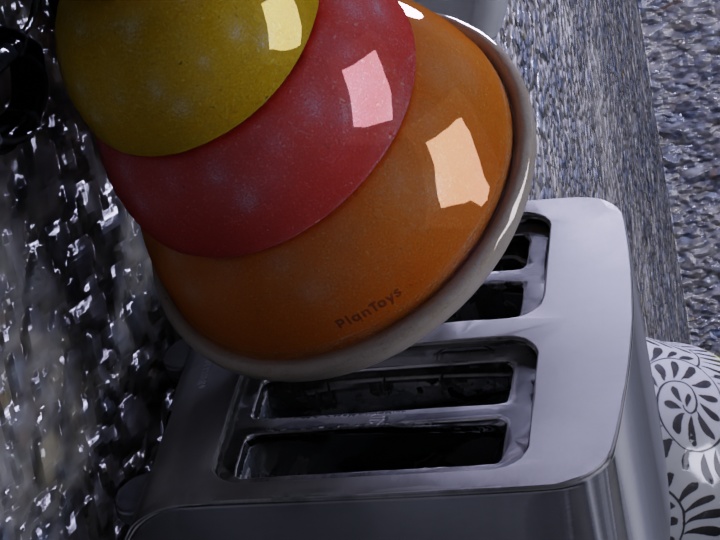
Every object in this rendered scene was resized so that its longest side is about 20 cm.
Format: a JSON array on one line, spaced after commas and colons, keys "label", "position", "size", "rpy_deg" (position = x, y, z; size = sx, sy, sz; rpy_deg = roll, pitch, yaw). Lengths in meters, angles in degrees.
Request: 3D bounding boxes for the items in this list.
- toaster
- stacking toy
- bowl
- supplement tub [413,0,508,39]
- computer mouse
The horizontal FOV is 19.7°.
[{"label": "toaster", "position": [0.023, 0.073, 0.726], "size": [0.181, 0.199, 0.119], "rpy_deg": [-76, 158, -55]}, {"label": "stacking toy", "position": [-0.043, -0.070, 0.642], "size": [0.200, 0.145, 0.147], "rpy_deg": [49, 34, -47]}, {"label": "bowl", "position": [0.125, 0.108, 1.215], "size": [0.094, 0.200, 0.202], "rpy_deg": [37, 40, -35]}, {"label": "supplement tub", "position": [0.013, -0.188, 0.987], "size": [0.201, 0.122, 0.123], "rpy_deg": [-83, 160, -44]}, {"label": "computer mouse", "position": [-0.095, -0.092, 0.678], "size": [0.200, 0.034, 0.059], "rpy_deg": [-74, 154, -57]}]
